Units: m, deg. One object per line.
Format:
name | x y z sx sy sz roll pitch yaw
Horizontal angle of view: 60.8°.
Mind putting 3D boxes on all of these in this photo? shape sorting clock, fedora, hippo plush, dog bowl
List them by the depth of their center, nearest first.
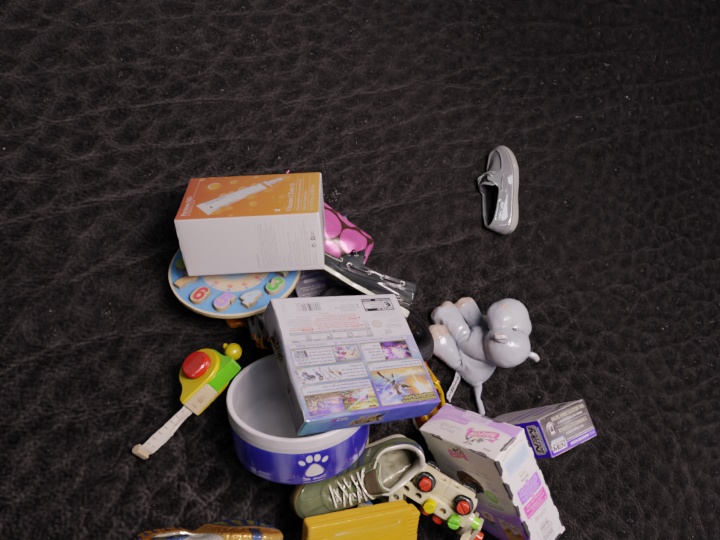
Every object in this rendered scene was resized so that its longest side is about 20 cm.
dog bowl | -0.085 0.200 0.866 0.199 0.200 0.079 -20 123 -32
shape sorting clock | -0.190 -0.006 0.934 0.199 0.039 0.201 3 41 -3
fedora | 0.015 0.110 0.987 0.200 0.092 0.201 20 25 -10
hippo plush | 0.211 0.122 1.073 0.159 0.161 0.201 24 61 -18

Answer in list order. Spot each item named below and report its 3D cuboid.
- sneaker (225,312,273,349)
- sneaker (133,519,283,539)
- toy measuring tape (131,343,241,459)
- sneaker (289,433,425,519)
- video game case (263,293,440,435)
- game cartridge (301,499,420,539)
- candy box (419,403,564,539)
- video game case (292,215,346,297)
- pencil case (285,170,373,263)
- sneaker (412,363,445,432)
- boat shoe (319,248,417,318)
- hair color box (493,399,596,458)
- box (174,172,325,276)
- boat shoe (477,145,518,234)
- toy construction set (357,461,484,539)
sneaker | -0.125 0.091 0.925 0.200 0.078 0.077 29 64 36
sneaker | -0.202 0.388 0.816 0.199 0.075 0.089 2 81 -20
toy measuring tape | -0.251 0.175 0.877 0.074 0.074 0.200 46 76 -5
sneaker | 0.002 0.287 0.852 0.199 0.090 0.067 -21 91 -21
video game case | -0.014 0.119 0.830 0.199 0.046 0.182 -1 51 -29
game cartridge | -0.006 0.426 0.858 0.175 0.032 0.201 0 106 -28
candy box | 0.201 0.320 0.948 0.071 0.167 0.201 -36 112 -27
video game case | -0.056 0.009 1.061 0.142 0.019 0.201 -12 76 -31
pencil case | -0.071 -0.073 1.023 0.200 0.091 0.094 37 61 -14
sneaker | 0.103 0.181 1.045 0.073 0.077 0.201 -20 80 -30
boat shoe | 0.000 0.000 0.968 0.199 0.075 0.066 29 84 7
hair color box | 0.276 0.273 1.026 0.109 0.200 0.065 -13 77 -31
box | -0.154 -0.070 0.901 0.199 0.098 0.125 -3 36 -1
boat shoe | 0.283 -0.175 1.280 0.071 0.070 0.202 11 69 -28
toy construction set | 0.105 0.361 0.930 0.199 0.132 0.092 24 19 -2
